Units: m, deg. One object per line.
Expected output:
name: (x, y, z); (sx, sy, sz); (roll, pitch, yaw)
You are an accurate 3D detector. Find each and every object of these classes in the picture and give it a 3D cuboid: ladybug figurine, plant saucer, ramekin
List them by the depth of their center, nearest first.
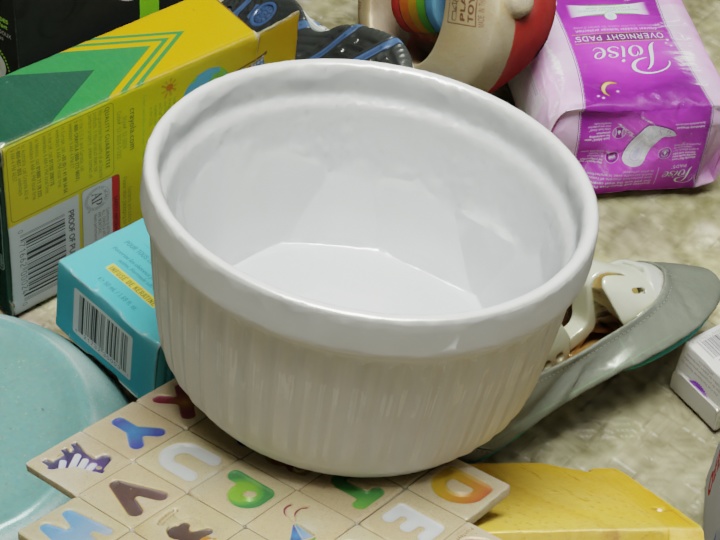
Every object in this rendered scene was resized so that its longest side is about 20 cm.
ramekin: (0.000, 0.000, 0.721); (0.199, 0.106, 0.201); (6, 37, -5)
plant saucer: (-0.207, 0.086, 0.800); (0.198, 0.036, 0.201); (4, 45, -4)
ladybug figurine: (0.062, -0.166, 0.998); (0.071, 0.137, 0.200); (2, 12, -23)

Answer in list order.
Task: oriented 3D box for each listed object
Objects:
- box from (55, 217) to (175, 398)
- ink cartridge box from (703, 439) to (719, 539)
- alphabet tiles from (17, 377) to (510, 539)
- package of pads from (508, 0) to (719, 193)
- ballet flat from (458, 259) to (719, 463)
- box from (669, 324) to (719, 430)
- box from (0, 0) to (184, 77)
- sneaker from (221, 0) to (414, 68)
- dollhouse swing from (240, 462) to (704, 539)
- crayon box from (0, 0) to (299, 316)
box: (-0.064, -0.007, 0.885); (0.082, 0.049, 0.200); (37, 47, 25)
ink cartridge box: (0.206, 0.137, 0.727); (0.085, 0.147, 0.201); (9, 45, 4)
alphabet tiles: (-0.037, 0.101, 0.674); (0.199, 0.006, 0.166); (24, 35, 32)
package of pads: (0.152, -0.140, 1.038); (0.120, 0.076, 0.201); (-5, 47, -8)
ballet flat: (0.113, 0.031, 0.853); (0.199, 0.064, 0.067); (-30, 31, -21)
box: (0.263, 0.029, 0.913); (0.199, 0.039, 0.041); (-23, 54, -27)
box: (-0.180, -0.158, 0.923); (0.124, 0.201, 0.148); (34, 51, 23)
sneaker: (-0.033, -0.117, 1.001); (0.200, 0.077, 0.076); (31, 79, 42)
dollhouse swing: (0.043, 0.192, 0.731); (0.198, 0.177, 0.182); (-1, 5, -8)
crayon box: (-0.126, -0.072, 0.900); (0.199, 0.127, 0.051); (-29, 55, -32)
